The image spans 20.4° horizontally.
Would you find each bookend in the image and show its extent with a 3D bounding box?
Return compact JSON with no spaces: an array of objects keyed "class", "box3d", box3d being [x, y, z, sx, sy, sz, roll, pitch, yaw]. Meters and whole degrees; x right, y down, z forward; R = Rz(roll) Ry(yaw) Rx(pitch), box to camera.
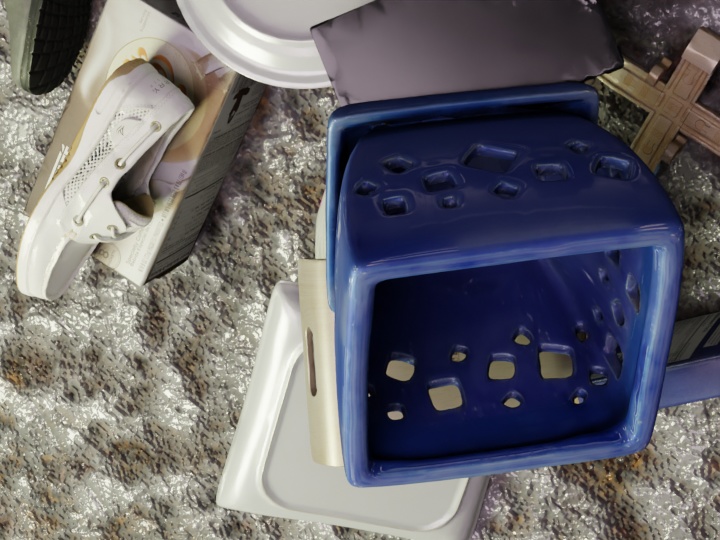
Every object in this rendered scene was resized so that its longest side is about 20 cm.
[{"class":"bookend","box3d":[0.046,-0.188,1.312,0.200,0.092,0.199,-22,92,8]}]

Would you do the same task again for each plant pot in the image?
[{"class":"plant pot","box3d":[0.074,-0.003,1.233,0.199,0.180,0.200,-6,134,-7]}]

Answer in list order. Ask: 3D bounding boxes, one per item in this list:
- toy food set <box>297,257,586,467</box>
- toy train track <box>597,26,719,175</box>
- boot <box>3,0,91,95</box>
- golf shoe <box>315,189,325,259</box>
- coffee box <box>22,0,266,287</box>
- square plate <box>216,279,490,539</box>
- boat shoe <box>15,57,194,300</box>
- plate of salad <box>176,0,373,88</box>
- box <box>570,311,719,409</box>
[{"class":"toy food set","box3d":[0.060,0.057,1.384,0.199,0.060,0.144,-3,94,-1]},{"class":"toy train track","box3d":[0.190,-0.074,1.363,0.115,0.033,0.200,33,118,11]},{"class":"boot","box3d":[-0.271,-0.239,1.500,0.130,0.068,0.201,11,103,25]},{"class":"golf shoe","box3d":[0.000,0.000,1.455,0.075,0.092,0.200,-1,132,-13]},{"class":"coffee box","box3d":[-0.154,-0.105,1.475,0.114,0.080,0.200,33,116,10]},{"class":"square plate","box3d":[0.012,0.113,1.448,0.198,0.028,0.200,11,119,-10]},{"class":"boat shoe","box3d":[-0.180,-0.050,1.418,0.069,0.071,0.200,35,116,10]},{"class":"plate of salad","box3d":[-0.035,-0.224,1.391,0.199,0.048,0.201,-1,85,8]},{"class":"box","box3d":[0.243,0.053,1.330,0.200,0.121,0.032,-16,99,27]}]
